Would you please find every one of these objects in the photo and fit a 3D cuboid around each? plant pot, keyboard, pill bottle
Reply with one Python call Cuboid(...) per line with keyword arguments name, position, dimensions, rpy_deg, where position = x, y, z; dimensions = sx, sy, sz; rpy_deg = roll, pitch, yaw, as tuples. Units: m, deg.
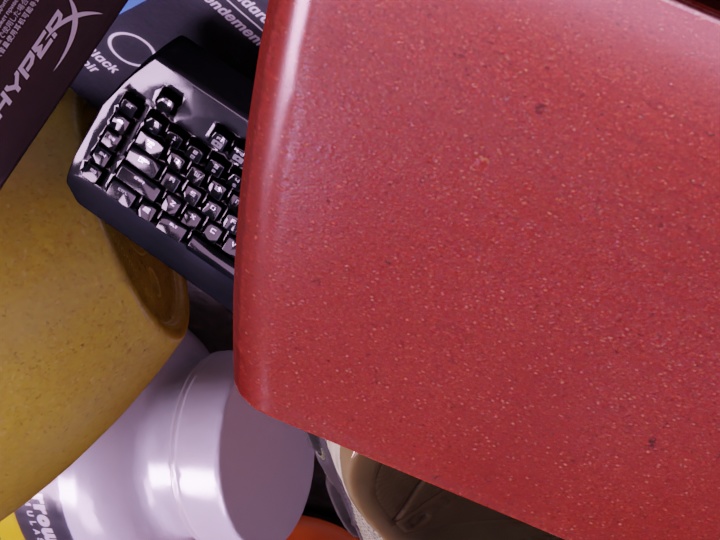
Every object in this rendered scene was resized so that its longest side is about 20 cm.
Cuboid(name="plant pot", position=(0.067, -0.042, 0.628), dimensions=(0.199, 0.200, 0.177), rpy_deg=(23, 126, -4))
Cuboid(name="keyboard", position=(0.000, 0.000, 0.772), dimensions=(0.200, 0.040, 0.104), rpy_deg=(33, 123, -1))
Cuboid(name="plant pot", position=(-0.146, 0.002, 0.882), dimensions=(0.141, 0.201, 0.200), rpy_deg=(-19, 136, 9))
Cuboid(name="pill bottle", position=(-0.125, 0.073, 1.015), dimensions=(0.199, 0.112, 0.112), rpy_deg=(0, 142, 28))

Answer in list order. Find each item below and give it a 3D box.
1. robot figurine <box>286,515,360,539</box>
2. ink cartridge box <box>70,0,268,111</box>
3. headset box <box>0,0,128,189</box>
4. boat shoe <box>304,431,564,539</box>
Cuboid(name="robot figurine", position=(-0.032, 0.175, 1.088), dimensions=(0.116, 0.144, 0.200), rpy_deg=(23, 166, 4))
Cuboid(name="ink cartridge box", position=(-0.064, -0.128, 0.762), dimensions=(0.198, 0.044, 0.200), rpy_deg=(40, 141, -25))
Cuboid(name="headset box", position=(-0.169, -0.114, 0.677), dimensions=(0.200, 0.075, 0.149), rpy_deg=(35, 180, -15))
Cuboid(name="boat shoe", position=(0.026, 0.064, 0.760), dimensions=(0.072, 0.066, 0.201), rpy_deg=(-28, 149, -1))
